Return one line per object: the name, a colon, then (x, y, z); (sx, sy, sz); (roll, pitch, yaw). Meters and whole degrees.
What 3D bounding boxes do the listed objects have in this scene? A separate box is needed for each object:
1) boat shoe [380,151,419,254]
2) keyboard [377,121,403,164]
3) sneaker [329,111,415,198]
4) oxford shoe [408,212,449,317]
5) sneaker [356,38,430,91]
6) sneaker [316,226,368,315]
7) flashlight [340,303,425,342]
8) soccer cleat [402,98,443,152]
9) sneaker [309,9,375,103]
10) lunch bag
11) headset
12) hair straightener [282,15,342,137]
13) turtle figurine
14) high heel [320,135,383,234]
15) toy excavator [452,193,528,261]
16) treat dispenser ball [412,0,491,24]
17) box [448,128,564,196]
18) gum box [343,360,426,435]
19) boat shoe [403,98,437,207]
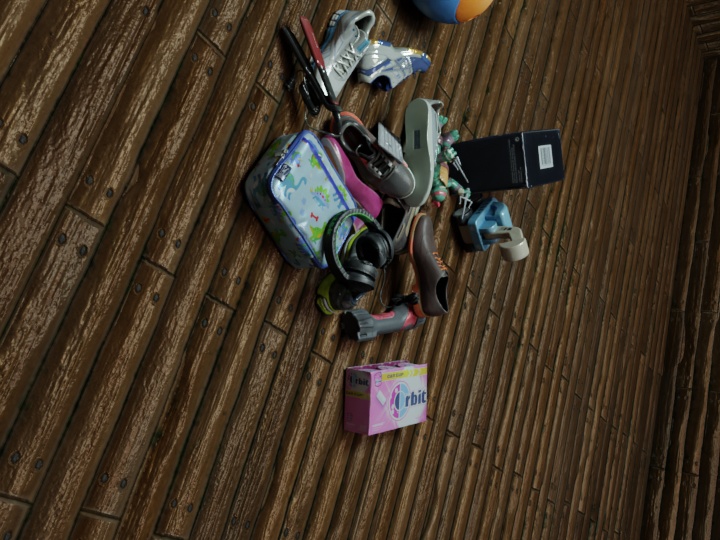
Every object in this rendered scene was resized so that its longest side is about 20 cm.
boat shoe: (0.077, -0.134, 1.322); (0.073, 0.073, 0.205); (9, 82, -62)
keyboard: (0.054, -0.238, 1.248); (0.056, 0.011, 0.201); (42, 17, -14)
sneaker: (0.022, -0.197, 1.215); (0.199, 0.082, 0.077); (39, 100, -17)
oxford shoe: (0.141, -0.012, 1.315); (0.071, 0.072, 0.205); (-8, 93, -50)
sneaker: (0.060, -0.394, 1.321); (0.198, 0.075, 0.090); (-6, 107, -44)
sneaker: (0.000, 0.000, 1.230); (0.074, 0.080, 0.202); (54, 52, -36)
flashlight: (0.044, 0.090, 1.304); (0.198, 0.067, 0.070); (-3, 97, -46)
soccer cleat: (0.124, -0.256, 1.383); (0.069, 0.077, 0.205); (18, 76, -48)
sneaker: (-0.028, -0.385, 1.192); (0.075, 0.085, 0.204); (36, 64, -46)
lunch bag: (-0.092, -0.118, 1.120); (0.202, 0.081, 0.162); (59, 46, -33)
headset: (0.021, -0.013, 1.136); (0.201, 0.093, 0.124); (53, 55, -29)
hair straightener: (-0.085, -0.316, 1.137); (0.203, 0.076, 0.041); (67, 20, -7)
turtle figurine: (0.178, -0.217, 1.431); (0.150, 0.098, 0.204); (56, 30, -63)
high heel: (-0.013, -0.169, 1.218); (0.096, 0.067, 0.202); (-45, 128, -30)
toy excavator: (0.304, -0.093, 1.507); (0.195, 0.197, 0.101); (-48, 124, -39)
treat dispenser ball: (0.188, -0.606, 1.363); (0.199, 0.198, 0.206); (0, 91, -50)
box: (0.330, -0.247, 1.539); (0.198, 0.196, 0.126); (-16, 100, -49)
gum box: (0.056, 0.242, 1.310); (0.198, 0.065, 0.116); (3, 90, -51)
boat shoe: (0.121, -0.221, 1.292); (0.071, 0.069, 0.206); (4, 89, -58)
